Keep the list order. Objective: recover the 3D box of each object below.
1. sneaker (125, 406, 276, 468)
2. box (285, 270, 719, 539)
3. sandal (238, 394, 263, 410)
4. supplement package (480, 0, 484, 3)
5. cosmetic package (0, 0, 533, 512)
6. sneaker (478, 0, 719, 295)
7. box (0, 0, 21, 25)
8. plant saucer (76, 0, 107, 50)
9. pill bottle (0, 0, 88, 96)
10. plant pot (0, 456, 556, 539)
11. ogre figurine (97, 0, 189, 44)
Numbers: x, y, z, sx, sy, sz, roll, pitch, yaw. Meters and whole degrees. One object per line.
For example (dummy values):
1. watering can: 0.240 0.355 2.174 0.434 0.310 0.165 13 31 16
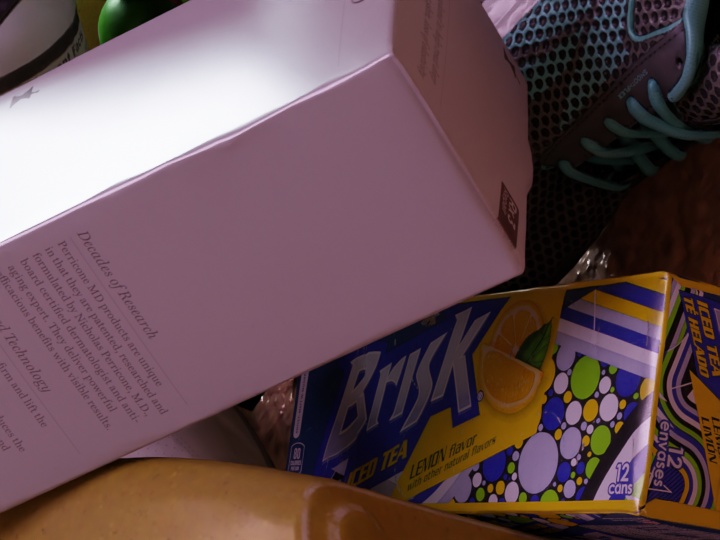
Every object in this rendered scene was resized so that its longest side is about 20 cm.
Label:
1. sneaker: -0.117 0.054 1.050 0.080 0.200 0.071 -50 -25 -27
2. box: 0.054 0.046 0.872 0.200 0.064 0.070 -8 71 58
3. sandal: 0.000 0.000 0.988 0.075 0.045 0.200 -69 8 -31
4. supplement package: 0.039 -0.181 0.950 0.201 0.109 0.114 -65 31 18
5. cosmetic package: -0.053 -0.016 0.824 0.199 0.081 0.113 -27 26 16
6. sneaker: 0.086 -0.064 0.859 0.201 0.077 0.091 -62 36 25
7. box: -0.125 -0.148 0.975 0.143 0.036 0.200 -48 27 25
8. plant saucer: -0.144 -0.142 1.311 0.201 0.048 0.200 -65 32 17
9. pill bottle: -0.159 -0.059 1.146 0.116 0.116 0.201 43 152 57
10. plant pot: -0.025 0.158 0.845 0.200 0.195 0.195 -32 51 42
11. ogre figurine: -0.069 -0.141 1.125 0.120 0.098 0.201 15 125 61
